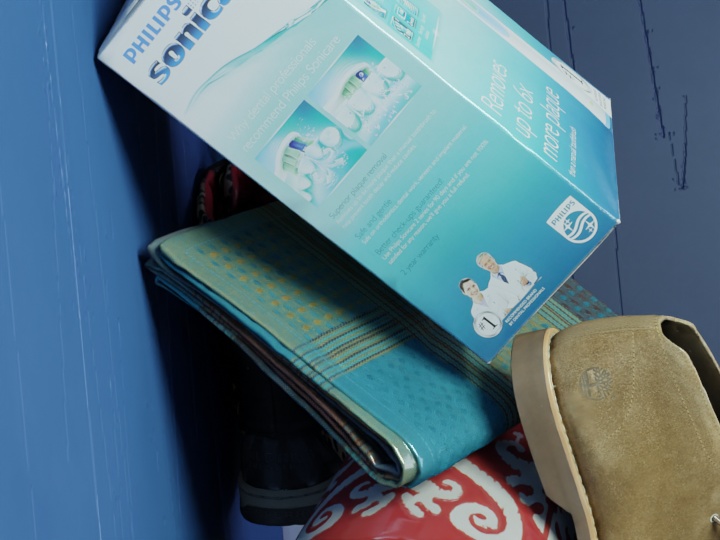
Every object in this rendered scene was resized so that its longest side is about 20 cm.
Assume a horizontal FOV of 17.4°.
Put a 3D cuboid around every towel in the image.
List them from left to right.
[{"bbox_3d":[0.019,0.016,0.990,0.200,0.146,0.022,-22,147,-55],"label":"towel"}]

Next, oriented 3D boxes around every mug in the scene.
[{"bbox_3d":[0.019,0.119,0.996,0.200,0.176,0.134,-62,137,-57],"label":"mug"}]

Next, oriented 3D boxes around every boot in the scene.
[{"bbox_3d":[-0.031,0.013,1.125,0.200,0.073,0.152,-70,154,-64],"label":"boot"},{"bbox_3d":[0.127,0.109,0.945,0.074,0.075,0.201,-69,140,-63],"label":"boot"}]

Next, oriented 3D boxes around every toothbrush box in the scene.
[{"bbox_3d":[0.004,-0.077,0.958,0.199,0.085,0.147,37,21,-10],"label":"toothbrush box"}]
